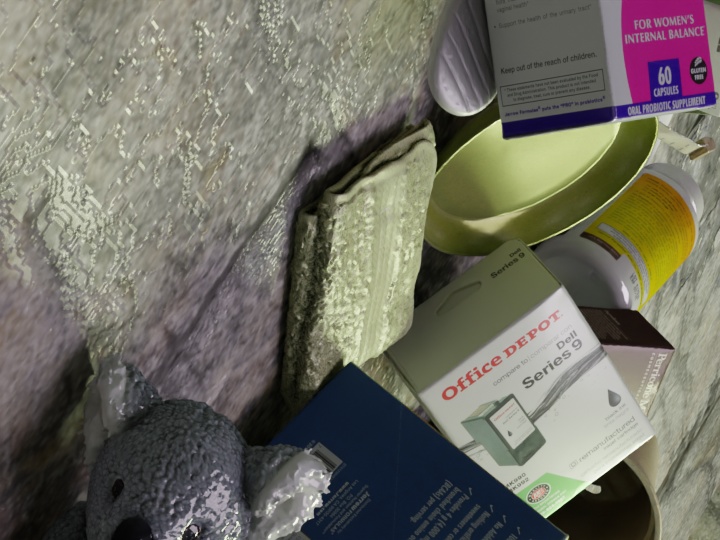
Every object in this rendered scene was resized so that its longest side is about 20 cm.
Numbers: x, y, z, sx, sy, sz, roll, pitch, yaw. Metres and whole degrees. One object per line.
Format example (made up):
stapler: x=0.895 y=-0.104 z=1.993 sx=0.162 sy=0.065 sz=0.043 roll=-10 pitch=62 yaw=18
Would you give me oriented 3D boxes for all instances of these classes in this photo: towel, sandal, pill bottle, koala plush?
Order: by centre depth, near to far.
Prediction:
koala plush: x=-0.121 y=0.158 z=1.000 sx=0.200 sy=0.177 sz=0.184 roll=-69 pitch=169 yaw=15
sandal: x=0.078 y=-0.192 z=1.147 sx=0.079 sy=0.059 sz=0.207 roll=41 pitch=64 yaw=-32
towel: x=0.000 y=0.000 z=1.236 sx=0.148 sy=0.036 sz=0.200 roll=-38 pitch=148 yaw=-44
pill bottle: x=0.249 y=-0.025 z=1.658 sx=0.200 sy=0.109 sz=0.109 roll=-40 pitch=150 yaw=-42

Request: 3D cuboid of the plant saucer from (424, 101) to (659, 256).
plant saucer: x=0.130 y=-0.083 z=1.326 sx=0.200 sy=0.031 sz=0.200 roll=-18 pitch=151 yaw=-10

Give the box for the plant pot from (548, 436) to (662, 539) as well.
plant pot: x=0.234 y=0.223 z=1.844 sx=0.183 sy=0.200 sz=0.201 roll=-44 pitch=154 yaw=-64

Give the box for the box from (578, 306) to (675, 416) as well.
box: x=0.163 y=0.087 z=1.521 sx=0.200 sy=0.075 sz=0.100 roll=3 pitch=117 yaw=-29

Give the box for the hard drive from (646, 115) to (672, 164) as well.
hard drive: x=0.262 y=-0.168 z=1.632 sx=0.200 sy=0.026 sz=0.132 roll=3 pitch=113 yaw=-66

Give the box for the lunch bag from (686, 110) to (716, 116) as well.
lunch bag: x=0.315 y=-0.214 z=1.491 sx=0.200 sy=0.117 sz=0.164 roll=-30 pitch=126 yaw=-78

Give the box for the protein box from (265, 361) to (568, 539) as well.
protein box: x=0.003 y=0.216 z=1.229 sx=0.199 sy=0.200 sz=0.135 roll=-45 pitch=161 yaw=-22

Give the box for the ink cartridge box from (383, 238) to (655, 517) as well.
ink cartridge box: x=0.128 y=0.096 z=1.410 sx=0.146 sy=0.084 sz=0.200 roll=-37 pitch=128 yaw=0

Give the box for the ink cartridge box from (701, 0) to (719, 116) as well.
ink cartridge box: x=0.256 y=-0.188 z=1.357 sx=0.059 sy=0.200 sz=0.104 roll=-54 pitch=158 yaw=-37

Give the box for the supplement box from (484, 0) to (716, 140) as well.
supplement box: x=0.143 y=-0.192 z=1.098 sx=0.101 sy=0.103 sz=0.201 roll=-12 pitch=94 yaw=-39

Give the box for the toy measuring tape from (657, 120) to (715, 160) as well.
toy measuring tape: x=0.197 y=-0.153 z=1.356 sx=0.200 sy=0.074 sz=0.074 roll=23 pitch=96 yaw=-25
